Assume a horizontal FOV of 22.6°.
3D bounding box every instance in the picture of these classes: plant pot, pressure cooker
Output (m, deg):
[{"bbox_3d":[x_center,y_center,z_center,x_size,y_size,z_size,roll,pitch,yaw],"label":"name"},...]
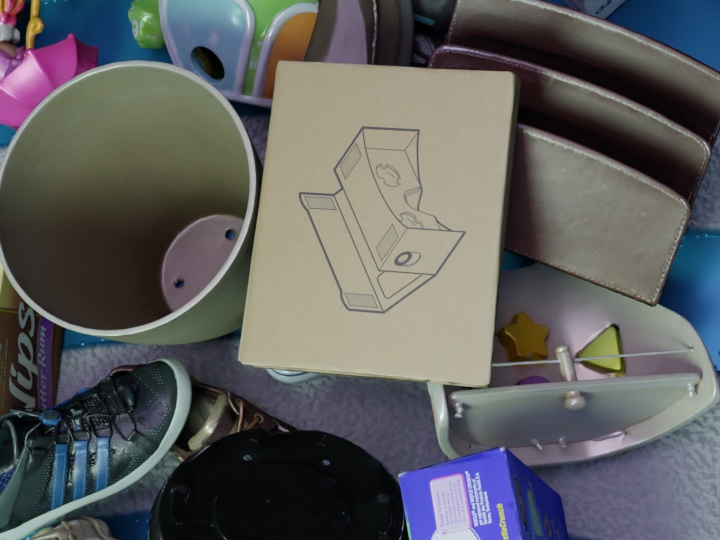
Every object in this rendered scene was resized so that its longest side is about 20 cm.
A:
[{"bbox_3d":[-0.132,-0.024,1.270,0.185,0.200,0.189,-4,75,14],"label":"plant pot"},{"bbox_3d":[-0.050,0.228,1.181,0.177,0.202,0.177,-4,39,-9],"label":"pressure cooker"}]

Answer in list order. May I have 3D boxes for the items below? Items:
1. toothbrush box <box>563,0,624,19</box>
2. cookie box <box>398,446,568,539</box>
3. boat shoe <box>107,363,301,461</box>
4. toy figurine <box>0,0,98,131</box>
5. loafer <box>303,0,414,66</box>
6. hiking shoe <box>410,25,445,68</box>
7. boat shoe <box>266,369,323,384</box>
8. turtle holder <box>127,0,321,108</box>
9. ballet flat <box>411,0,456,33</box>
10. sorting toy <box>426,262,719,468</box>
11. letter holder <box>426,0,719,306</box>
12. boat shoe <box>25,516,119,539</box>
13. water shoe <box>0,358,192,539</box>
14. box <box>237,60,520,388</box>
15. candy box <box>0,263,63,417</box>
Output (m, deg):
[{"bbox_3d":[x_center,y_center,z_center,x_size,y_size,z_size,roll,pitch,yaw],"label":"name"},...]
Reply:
[{"bbox_3d":[0.135,-0.281,1.268,0.085,0.200,0.147,-41,70,2],"label":"toothbrush box"},{"bbox_3d":[0.093,0.218,1.141,0.074,0.200,0.173,-14,71,12],"label":"cookie box"},{"bbox_3d":[-0.098,0.121,1.288,0.199,0.072,0.073,31,85,21],"label":"boat shoe"},{"bbox_3d":[-0.273,-0.198,1.409,0.198,0.150,0.186,-7,82,36],"label":"toy figurine"},{"bbox_3d":[-0.008,-0.138,1.263,0.073,0.071,0.202,13,112,49],"label":"loafer"},{"bbox_3d":[0.078,-0.108,1.313,0.199,0.076,0.102,27,97,26],"label":"hiking shoe"},{"bbox_3d":[0.000,0.000,1.300,0.200,0.062,0.072,-44,69,1],"label":"boat shoe"},{"bbox_3d":[-0.097,-0.194,1.342,0.183,0.141,0.133,11,95,9],"label":"turtle holder"},{"bbox_3d":[0.038,-0.257,1.325,0.068,0.068,0.201,4,48,-12],"label":"ballet flat"},{"bbox_3d":[0.117,0.035,1.229,0.198,0.107,0.182,-3,62,-17],"label":"sorting toy"},{"bbox_3d":[0.132,-0.090,1.198,0.198,0.101,0.143,21,119,8],"label":"letter holder"},{"bbox_3d":[-0.208,0.205,1.241,0.064,0.200,0.073,15,83,-24],"label":"boat shoe"},{"bbox_3d":[-0.206,0.123,1.240,0.199,0.079,0.072,-35,55,4],"label":"water shoe"},{"bbox_3d":[0.014,-0.032,1.145,0.162,0.021,0.202,4,79,14],"label":"box"},{"bbox_3d":[-0.267,0.039,1.334,0.056,0.117,0.202,0,74,15],"label":"candy box"}]
